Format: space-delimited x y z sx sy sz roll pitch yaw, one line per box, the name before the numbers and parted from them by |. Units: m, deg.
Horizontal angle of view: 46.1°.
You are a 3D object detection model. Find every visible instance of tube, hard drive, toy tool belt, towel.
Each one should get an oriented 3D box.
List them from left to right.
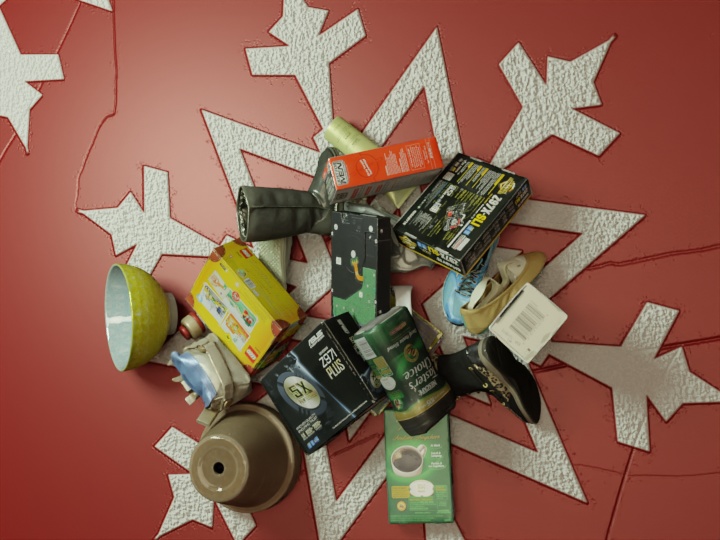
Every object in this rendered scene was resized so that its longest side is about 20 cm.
toy tool belt | -0.298 0.181 1.555 0.122 0.126 0.200 -37 69 -21
hard drive | 0.000 0.000 1.509 0.139 0.037 0.204 11 104 52
tube | 0.021 -0.207 1.575 0.199 0.052 0.058 41 123 8
towel | 0.042 0.148 1.552 0.143 0.023 0.201 42 95 12

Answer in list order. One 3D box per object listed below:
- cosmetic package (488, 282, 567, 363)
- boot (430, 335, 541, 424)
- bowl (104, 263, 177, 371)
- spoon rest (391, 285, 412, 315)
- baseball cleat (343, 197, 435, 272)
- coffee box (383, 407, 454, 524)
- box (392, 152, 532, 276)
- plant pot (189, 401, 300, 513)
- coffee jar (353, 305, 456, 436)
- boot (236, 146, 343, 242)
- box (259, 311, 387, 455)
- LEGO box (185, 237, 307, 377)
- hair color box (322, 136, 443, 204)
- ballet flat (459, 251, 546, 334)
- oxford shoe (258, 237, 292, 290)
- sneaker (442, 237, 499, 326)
cosmetic package | 0.280 0.090 1.411 0.087 0.200 0.104 41 93 13
boot | 0.213 0.200 1.471 0.149 0.200 0.074 -17 39 37
bowl | -0.409 0.086 1.607 0.106 0.199 0.205 -2 83 -30
spoon rest | 0.075 0.127 1.501 0.097 0.061 0.205 -2 85 1
baseball cleat | 0.048 -0.059 1.543 0.197 0.070 0.108 21 88 14
coffee box | 0.105 0.345 1.510 0.120 0.044 0.205 -5 85 12
box | 0.175 -0.102 1.463 0.158 0.050 0.201 27 68 36
plant pot | -0.223 0.346 1.521 0.196 0.174 0.205 -1 86 13
coffee jar | 0.077 0.169 1.416 0.085 0.104 0.202 -24 97 53
boot | -0.128 -0.140 1.538 0.196 0.072 0.186 1 81 -22
box | -0.058 0.201 1.501 0.200 0.086 0.165 -42 76 32
LEGO box | -0.213 0.068 1.557 0.200 0.077 0.149 48 129 12
hair color box | 0.038 -0.176 1.499 0.196 0.102 0.062 -14 82 -12
ballet flat | 0.246 0.023 1.462 0.200 0.068 0.063 -47 117 -17
oxford shoe | -0.165 -0.002 1.598 0.074 0.058 0.204 10 102 16
sneaker | 0.189 -0.003 1.495 0.077 0.090 0.204 14 88 13
